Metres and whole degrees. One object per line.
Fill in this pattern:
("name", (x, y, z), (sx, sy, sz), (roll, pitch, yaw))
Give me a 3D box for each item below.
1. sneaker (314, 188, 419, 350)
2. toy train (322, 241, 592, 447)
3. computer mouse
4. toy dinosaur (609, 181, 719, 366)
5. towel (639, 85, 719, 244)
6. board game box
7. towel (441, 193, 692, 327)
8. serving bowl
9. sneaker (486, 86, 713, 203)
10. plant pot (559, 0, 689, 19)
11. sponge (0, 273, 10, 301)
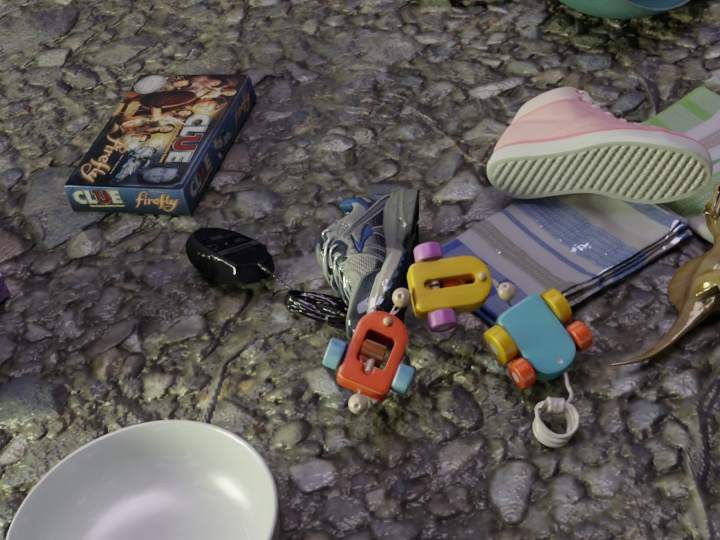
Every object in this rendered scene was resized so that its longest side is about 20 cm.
("sneaker", (0.000, 0.000, 1.129), (0.084, 0.078, 0.200), (4, 33, 8))
("toy train", (0.077, 0.065, 1.030), (0.199, 0.056, 0.151), (17, 69, 1))
("computer mouse", (-0.081, 0.013, 1.179), (0.199, 0.034, 0.058), (29, 30, 33))
("toy dinosaur", (0.283, 0.016, 1.057), (0.101, 0.058, 0.201), (-4, 45, 49))
("towel", (0.323, -0.097, 1.189), (0.149, 0.031, 0.200), (-27, 42, -17))
("board game box", (-0.204, -0.135, 1.378), (0.134, 0.035, 0.201), (3, 42, 18))
("towel", (0.168, -0.024, 1.153), (0.199, 0.024, 0.147), (-29, 41, -17))
("serving bowl", (-0.149, 0.202, 0.944), (0.198, 0.066, 0.201), (-9, 40, 7))
("sneaker", (0.216, -0.118, 1.169), (0.199, 0.076, 0.105), (1, 46, 29))
("plant pot", (0.256, -0.353, 1.407), (0.200, 0.201, 0.135), (-39, 12, -28))
("sponge", (-0.431, -0.003, 1.291), (0.111, 0.030, 0.200), (-33, 44, -20))
